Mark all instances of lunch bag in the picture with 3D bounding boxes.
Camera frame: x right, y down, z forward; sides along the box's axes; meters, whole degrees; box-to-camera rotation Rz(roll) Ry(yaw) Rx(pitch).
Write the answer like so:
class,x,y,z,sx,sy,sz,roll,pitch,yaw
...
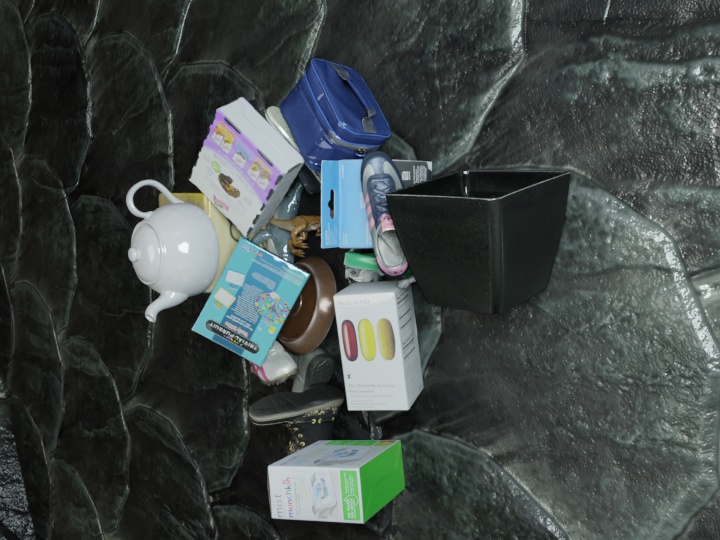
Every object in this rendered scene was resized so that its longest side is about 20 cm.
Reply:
class,x,y,z,sx,sy,sz,roll,pitch,yaw
lunch bag,-0.039,-0.274,1.284,0.132,0.135,0.201,-46,61,38

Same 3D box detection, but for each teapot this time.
class,x,y,z,sx,sy,sz,roll,pitch,yaw
teapot,-0.375,-0.041,1.372,0.200,0.145,0.198,45,123,33

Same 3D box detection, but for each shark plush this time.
class,x,y,z,sx,sy,sz,roll,pitch,yaw
shark plush,-0.137,-0.100,1.466,0.083,0.091,0.201,21,82,41

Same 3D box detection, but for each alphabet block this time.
class,x,y,z,sx,sy,sz,roll,pitch,yaw
alphabet block,-0.300,-0.065,1.529,0.196,0.195,0.202,5,97,43

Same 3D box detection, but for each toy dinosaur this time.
class,x,y,z,sx,sy,sz,roll,pitch,yaw
toy dinosaur,-0.124,-0.087,1.413,0.199,0.060,0.107,-1,63,17

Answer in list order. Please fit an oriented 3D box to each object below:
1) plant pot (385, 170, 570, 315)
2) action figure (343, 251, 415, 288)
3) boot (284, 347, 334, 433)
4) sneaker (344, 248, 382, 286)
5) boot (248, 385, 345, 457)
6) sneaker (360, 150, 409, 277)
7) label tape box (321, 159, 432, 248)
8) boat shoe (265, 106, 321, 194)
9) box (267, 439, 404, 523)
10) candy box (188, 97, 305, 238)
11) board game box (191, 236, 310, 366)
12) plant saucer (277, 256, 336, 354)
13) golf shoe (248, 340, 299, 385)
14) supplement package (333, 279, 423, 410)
class,x,y,z,sx,sy,sz,roll,pitch,yaw
plant pot,0.179,-0.044,1.058,0.199,0.199,0.179,8,110,44
action figure,0.075,-0.006,1.190,0.198,0.118,0.055,3,106,4
boot,-0.123,0.224,1.481,0.131,0.067,0.201,42,120,46
sneaker,0.000,0.000,1.308,0.074,0.088,0.201,42,123,33
boot,-0.126,0.311,1.392,0.073,0.199,0.152,32,121,47
sneaker,0.043,-0.088,1.100,0.070,0.082,0.201,-13,92,0
label tape box,0.030,-0.110,1.183,0.066,0.199,0.144,7,99,48
boat shoe,-0.123,-0.220,1.349,0.062,0.200,0.075,-23,37,22
box,-0.038,0.369,1.266,0.175,0.200,0.097,-5,89,24
candy box,-0.215,-0.187,1.331,0.168,0.072,0.200,45,137,5
board game box,-0.209,0.059,1.378,0.150,0.047,0.201,29,91,-3
plant saucer,-0.123,0.067,1.440,0.200,0.034,0.202,-16,69,45
golf shoe,-0.189,0.174,1.447,0.200,0.072,0.093,10,121,61
supplement package,0.033,0.125,1.227,0.113,0.109,0.202,-5,99,19
